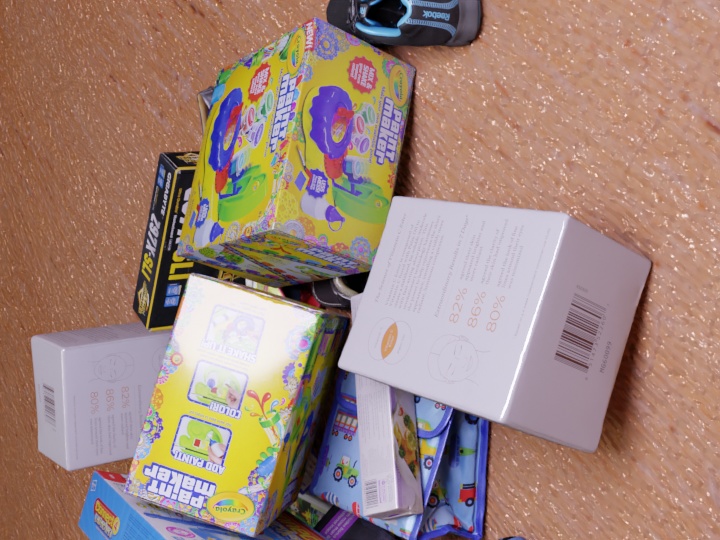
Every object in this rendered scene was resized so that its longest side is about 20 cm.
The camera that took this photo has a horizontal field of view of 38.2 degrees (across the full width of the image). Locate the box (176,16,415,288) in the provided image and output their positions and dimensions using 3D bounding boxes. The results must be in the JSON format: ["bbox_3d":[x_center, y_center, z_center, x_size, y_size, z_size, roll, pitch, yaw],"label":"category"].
[{"bbox_3d":[-0.063,-0.103,0.997,0.192,0.121,0.202,-11,65,54],"label":"box"}]

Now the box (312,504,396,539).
[{"bbox_3d":[0.006,0.325,0.979,0.199,0.143,0.036,33,164,37],"label":"box"}]

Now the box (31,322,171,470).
[{"bbox_3d":[-0.304,0.153,1.335,0.106,0.199,0.154,9,101,52],"label":"box"}]

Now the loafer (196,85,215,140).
[{"bbox_3d":[-0.166,-0.120,1.228,0.073,0.072,0.202,17,108,51],"label":"loafer"}]

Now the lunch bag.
[{"bbox_3d":[0.048,0.130,0.964,0.150,0.094,0.202,10,90,49],"label":"lunch bag"}]

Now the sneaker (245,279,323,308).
[{"bbox_3d":[-0.081,0.055,1.132,0.090,0.078,0.202,8,104,44],"label":"sneaker"}]

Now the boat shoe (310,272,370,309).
[{"bbox_3d":[0.000,0.000,1.017,0.199,0.064,0.074,-20,80,55],"label":"boat shoe"}]

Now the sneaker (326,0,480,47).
[{"bbox_3d":[0.019,-0.241,0.946,0.199,0.081,0.074,16,108,53],"label":"sneaker"}]

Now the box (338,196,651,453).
[{"bbox_3d":[0.099,0.035,0.809,0.199,0.106,0.153,12,82,54],"label":"box"}]

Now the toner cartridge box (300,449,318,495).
[{"bbox_3d":[-0.126,0.174,1.195,0.200,0.043,0.095,26,154,51],"label":"toner cartridge box"}]

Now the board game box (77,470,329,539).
[{"bbox_3d":[-0.126,0.247,0.929,0.199,0.195,0.056,14,87,57],"label":"board game box"}]

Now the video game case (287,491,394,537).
[{"bbox_3d":[-0.029,0.344,1.141,0.199,0.022,0.184,11,103,54],"label":"video game case"}]

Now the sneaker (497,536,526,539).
[{"bbox_3d":[0.058,0.273,0.913,0.199,0.070,0.078,-33,52,11],"label":"sneaker"}]

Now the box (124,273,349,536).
[{"bbox_3d":[-0.102,0.117,0.953,0.200,0.121,0.194,37,-111,-83],"label":"box"}]

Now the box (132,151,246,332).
[{"bbox_3d":[-0.159,-0.035,1.156,0.049,0.159,0.201,44,128,42],"label":"box"}]

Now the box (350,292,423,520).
[{"bbox_3d":[0.022,0.115,0.913,0.041,0.039,0.202,-21,61,34],"label":"box"}]
